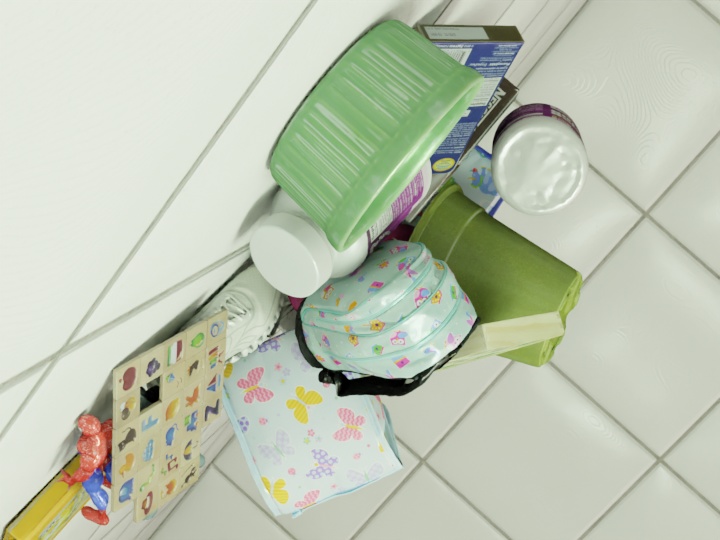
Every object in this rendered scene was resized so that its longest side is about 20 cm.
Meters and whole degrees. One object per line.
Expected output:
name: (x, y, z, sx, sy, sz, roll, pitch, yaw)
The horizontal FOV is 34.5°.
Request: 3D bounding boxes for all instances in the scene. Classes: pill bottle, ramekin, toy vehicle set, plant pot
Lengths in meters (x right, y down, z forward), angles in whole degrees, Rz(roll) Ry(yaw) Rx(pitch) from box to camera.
pill bottle: (-0.021, -0.063, 1.165, 0.200, 0.112, 0.112, -46, 176, -38)
ramekin: (0.010, -0.123, 1.023, 0.200, 0.098, 0.200, -50, 177, -4)
toy vehicle set: (0.111, 0.086, 1.273, 0.123, 0.027, 0.199, -7, 170, -40)
pill bottle: (0.214, -0.141, 1.400, 0.113, 0.112, 0.200, -50, -175, 17)
plant pot: (0.159, 0.023, 1.395, 0.201, 0.189, 0.201, -53, 157, -34)

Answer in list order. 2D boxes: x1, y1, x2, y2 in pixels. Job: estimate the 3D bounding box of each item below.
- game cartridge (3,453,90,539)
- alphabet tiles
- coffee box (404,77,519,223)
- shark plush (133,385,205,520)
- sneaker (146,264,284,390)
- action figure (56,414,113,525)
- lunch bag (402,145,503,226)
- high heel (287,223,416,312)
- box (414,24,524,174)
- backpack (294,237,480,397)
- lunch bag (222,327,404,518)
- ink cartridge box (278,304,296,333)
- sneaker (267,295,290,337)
game cartridge: (-0.333, 0.258, 1.331, 0.200, 0.032, 0.177, -47, 176, -34)
alphabet tiles: (-0.196, 0.156, 1.194, 0.167, 0.007, 0.202, -31, 135, -51)
coffee box: (0.081, -0.167, 1.361, 0.200, 0.113, 0.080, -49, 177, 5)
shark plush: (-0.219, 0.185, 1.228, 0.084, 0.090, 0.201, -58, 170, -37)
sneaker: (-0.155, 0.068, 1.269, 0.200, 0.075, 0.081, -49, 168, -17)
action figure: (-0.273, 0.199, 1.192, 0.066, 0.051, 0.201, -55, 170, -33)
lunch bag: (0.086, -0.101, 1.544, 0.200, 0.169, 0.128, -51, -164, 29)
high heel: (0.000, 0.000, 1.354, 0.198, 0.097, 0.067, -7, 166, -37)
box: (0.080, -0.177, 1.231, 0.120, 0.033, 0.201, -6, 144, -27)
backpack: (0.024, 0.044, 1.193, 0.167, 0.127, 0.199, -50, -157, -17)
lunch bag: (-0.060, 0.169, 1.350, 0.168, 0.202, 0.127, -24, 178, 7)
ink cartridge box: (-0.066, 0.036, 1.526, 0.116, 0.200, 0.068, -48, 142, -7)
sneaker: (-0.080, -0.002, 1.414, 0.201, 0.071, 0.073, -53, 175, 30)
